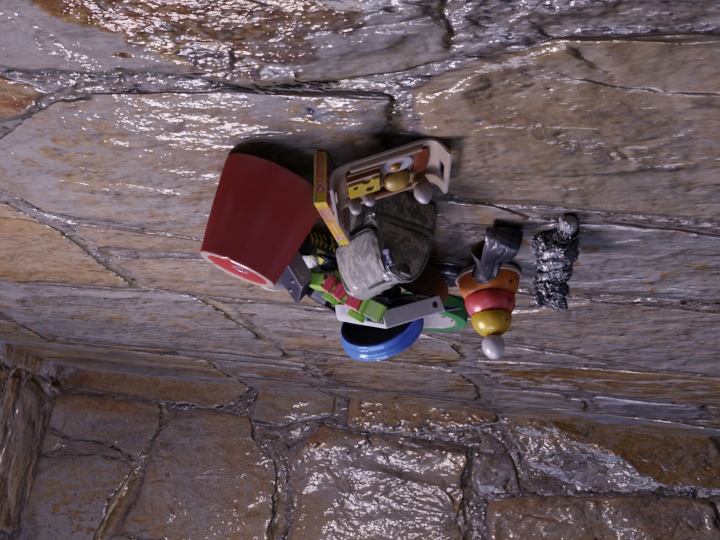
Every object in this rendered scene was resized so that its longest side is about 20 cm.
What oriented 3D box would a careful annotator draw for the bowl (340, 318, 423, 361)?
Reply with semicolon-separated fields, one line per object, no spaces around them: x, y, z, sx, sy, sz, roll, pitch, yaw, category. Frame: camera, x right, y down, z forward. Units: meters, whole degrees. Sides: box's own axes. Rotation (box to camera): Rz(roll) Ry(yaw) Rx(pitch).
0.046;0.128;1.786;0.199;0.201;0.040;-2;126;29;bowl

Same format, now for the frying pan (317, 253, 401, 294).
0.000;0.006;1.637;0.189;0.031;0.115;22;162;2;frying pan

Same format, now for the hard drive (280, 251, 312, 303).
-0.165;-0.039;1.557;0.042;0.201;0.135;-31;170;-17;hard drive

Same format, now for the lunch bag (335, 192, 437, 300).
0.045;-0.040;1.445;0.138;0.169;0.200;16;159;-23;lunch bag

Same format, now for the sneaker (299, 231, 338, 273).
-0.094;-0.058;1.631;0.084;0.075;0.200;-16;155;14;sneaker

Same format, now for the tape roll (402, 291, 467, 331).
0.179;0.107;2.000;0.199;0.049;0.201;7;161;3;tape roll

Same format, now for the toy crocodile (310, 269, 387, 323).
-0.028;0.050;1.556;0.199;0.068;0.062;31;-178;36;toy crocodile

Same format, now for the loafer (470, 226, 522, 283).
0.254;-0.036;1.535;0.072;0.073;0.200;19;151;-4;loafer

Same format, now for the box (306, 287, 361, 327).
-0.103;0.038;1.768;0.200;0.050;0.198;33;177;43;box

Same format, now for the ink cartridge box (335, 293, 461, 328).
0.079;0.077;1.656;0.199;0.044;0.198;-11;-173;-31;ink cartridge box

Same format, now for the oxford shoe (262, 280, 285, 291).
-0.224;-0.004;1.821;0.057;0.076;0.200;-14;151;28;oxford shoe

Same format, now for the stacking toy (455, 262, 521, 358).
0.283;0.094;1.664;0.145;0.202;0.146;-1;158;-1;stacking toy

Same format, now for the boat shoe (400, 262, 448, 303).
0.111;0.009;1.699;0.199;0.072;0.067;34;161;-24;boat shoe

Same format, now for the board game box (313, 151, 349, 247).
-0.047;-0.120;1.363;0.030;0.096;0.200;-4;159;8;board game box

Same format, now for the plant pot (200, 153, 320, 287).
-0.181;-0.078;1.353;0.199;0.178;0.201;21;167;5;plant pot

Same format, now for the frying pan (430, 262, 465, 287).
0.157;0.010;1.765;0.188;0.031;0.115;2;158;12;frying pan

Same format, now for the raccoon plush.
0.361;-0.006;1.455;0.096;0.135;0.200;3;161;18;raccoon plush

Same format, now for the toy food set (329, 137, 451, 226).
0.048;-0.134;1.250;0.198;0.061;0.144;-18;161;-3;toy food set
